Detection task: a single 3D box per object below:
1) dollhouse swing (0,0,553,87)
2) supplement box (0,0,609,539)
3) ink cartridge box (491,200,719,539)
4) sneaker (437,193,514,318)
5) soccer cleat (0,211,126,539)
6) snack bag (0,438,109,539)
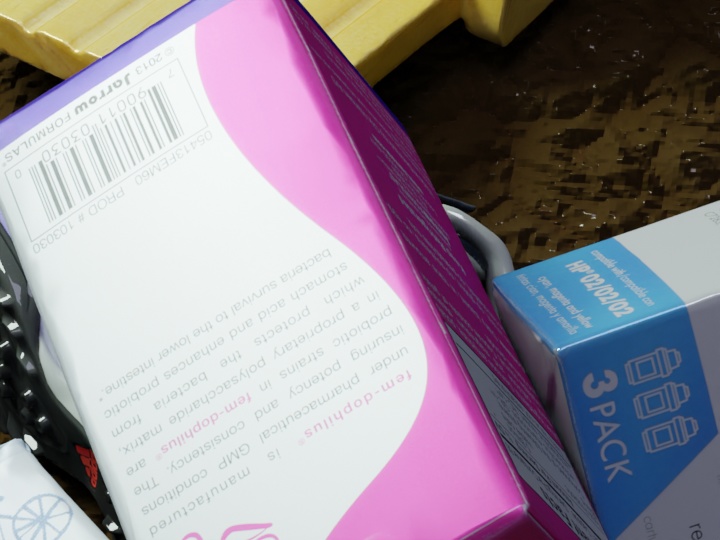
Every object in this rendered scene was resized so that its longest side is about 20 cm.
[{"bbox_3d":[-0.036,-0.167,1.034,0.200,0.182,0.176,25,30,28],"label":"dollhouse swing"},{"bbox_3d":[-0.015,0.032,0.816,0.101,0.103,0.200,-31,53,9],"label":"supplement box"},{"bbox_3d":[0.152,0.031,0.866,0.200,0.115,0.068,-19,21,-8],"label":"ink cartridge box"},{"bbox_3d":[0.000,0.000,0.948,0.078,0.079,0.200,-31,51,-17],"label":"sneaker"},{"bbox_3d":[-0.067,0.036,0.939,0.073,0.068,0.200,-24,52,-27],"label":"soccer cleat"},{"bbox_3d":[-0.172,0.112,0.900,0.189,0.021,0.200,-37,54,-15],"label":"snack bag"}]
